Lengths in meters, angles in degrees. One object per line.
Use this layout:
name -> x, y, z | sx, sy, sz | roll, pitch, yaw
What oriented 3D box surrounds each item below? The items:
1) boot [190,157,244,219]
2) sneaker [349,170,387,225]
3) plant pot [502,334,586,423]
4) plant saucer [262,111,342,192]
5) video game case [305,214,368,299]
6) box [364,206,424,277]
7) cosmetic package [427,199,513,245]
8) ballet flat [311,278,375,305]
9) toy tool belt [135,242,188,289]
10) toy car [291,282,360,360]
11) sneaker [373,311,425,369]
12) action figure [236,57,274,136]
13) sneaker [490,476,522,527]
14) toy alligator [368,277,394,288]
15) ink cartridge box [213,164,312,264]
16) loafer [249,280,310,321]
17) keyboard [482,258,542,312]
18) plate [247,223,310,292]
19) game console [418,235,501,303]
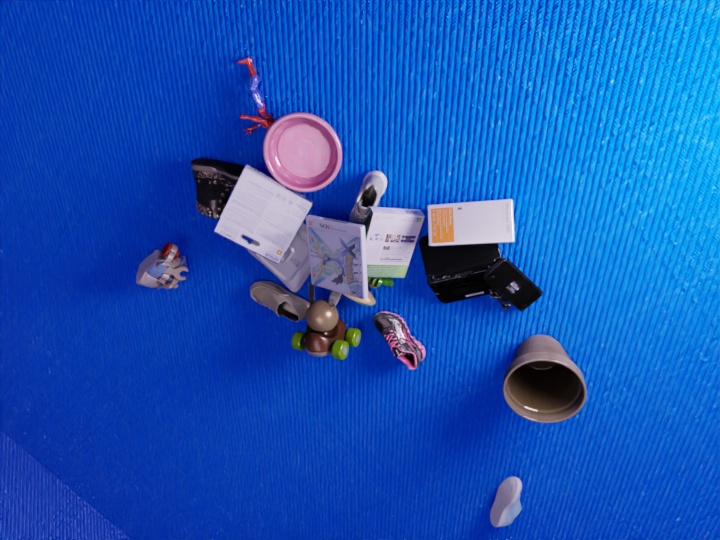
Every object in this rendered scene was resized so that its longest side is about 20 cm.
boot -> -0.371, -0.216, 1.409 | 0.199, 0.073, 0.151 | 14, 122, 5
sneaker -> 0.007, -0.153, 1.315 | 0.075, 0.092, 0.201 | 19, 121, 7
plant pot -> 0.476, 0.265, 1.342 | 0.199, 0.174, 0.201 | 7, 118, 14
plant saucer -> -0.143, -0.300, 1.296 | 0.199, 0.051, 0.201 | 3, 119, 6
video game case -> -0.062, -0.036, 1.344 | 0.182, 0.022, 0.201 | 14, 120, 33
box -> 0.070, -0.069, 1.327 | 0.144, 0.036, 0.201 | 2, 125, -20
cosmetic package -> 0.267, -0.113, 1.242 | 0.199, 0.071, 0.102 | -3, 92, 18
ballet flat -> -0.043, 0.037, 1.445 | 0.199, 0.069, 0.063 | 23, 114, 4
toy tool belt -> -0.586, -0.007, 1.573 | 0.200, 0.125, 0.123 | -30, 136, 31
toy car -> -0.100, 0.131, 1.466 | 0.164, 0.158, 0.201 | 8, 112, 24
sneaker -> 0.108, 0.204, 1.470 | 0.200, 0.095, 0.079 | 46, 121, -8
action figure -> -0.277, -0.412, 1.278 | 0.099, 0.065, 0.201 | -19, 110, 6
sneaker -> 0.488, 0.745, 1.661 | 0.082, 0.074, 0.201 | 7, 118, -21
toy alligator -> 0.000, 0.000, 1.418 | 0.199, 0.054, 0.059 | 30, 121, 0
ink cartridge box -> -0.258, -0.146, 1.360 | 0.196, 0.043, 0.200 | 28, 112, -13
loafer -> -0.244, 0.093, 1.533 | 0.199, 0.068, 0.076 | 20, 121, 6
keyboard -> 0.373, 0.038, 1.302 | 0.104, 0.040, 0.200 | -42, 126, 16
plate -> -0.214, -0.059, 1.450 | 0.200, 0.032, 0.200 | 41, 119, 3
game console -> 0.276, -0.018, 1.347 | 0.199, 0.117, 0.176 | -15, 142, 24
